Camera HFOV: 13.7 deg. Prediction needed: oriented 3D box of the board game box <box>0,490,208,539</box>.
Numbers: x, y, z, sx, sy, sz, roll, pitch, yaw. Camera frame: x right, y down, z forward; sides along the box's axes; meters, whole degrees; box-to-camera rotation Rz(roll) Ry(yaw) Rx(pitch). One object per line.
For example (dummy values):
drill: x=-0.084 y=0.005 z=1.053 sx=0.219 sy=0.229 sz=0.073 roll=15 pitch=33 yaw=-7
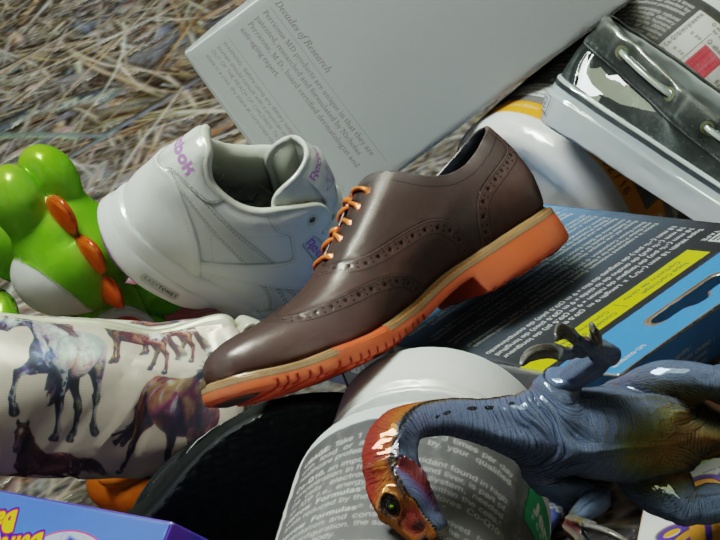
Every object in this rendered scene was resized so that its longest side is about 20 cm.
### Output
board game box: x=-0.154 y=0.170 z=1.335 sx=0.200 sy=0.045 sz=0.134 roll=5 pitch=70 yaw=48

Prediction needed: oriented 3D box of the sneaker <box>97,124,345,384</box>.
sneaker: x=-0.025 y=-0.007 z=1.461 sx=0.100 sy=0.200 sz=0.075 roll=-47 pitch=36 yaw=30

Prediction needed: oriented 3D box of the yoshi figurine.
yoshi figurine: x=-0.137 y=0.020 z=1.517 sx=0.112 sy=0.200 sz=0.112 roll=-11 pitch=28 yaw=29

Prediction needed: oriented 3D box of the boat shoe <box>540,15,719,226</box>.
boat shoe: x=0.181 y=-0.055 z=1.417 sx=0.200 sy=0.071 sz=0.072 roll=30 pitch=15 yaw=11

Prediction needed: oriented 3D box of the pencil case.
pencil case: x=-0.147 y=0.054 z=1.410 sx=0.200 sy=0.089 sz=0.078 roll=3 pitch=20 yaw=-6

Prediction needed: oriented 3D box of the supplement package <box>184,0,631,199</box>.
supplement package: x=0.027 y=-0.131 z=1.546 sx=0.200 sy=0.117 sz=0.117 roll=-36 pitch=5 yaw=10

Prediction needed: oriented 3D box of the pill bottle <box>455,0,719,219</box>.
pill bottle: x=0.151 y=-0.078 z=1.557 sx=0.200 sy=0.116 sz=0.116 roll=-40 pitch=28 yaw=-30

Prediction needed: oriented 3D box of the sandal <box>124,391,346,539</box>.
sandal: x=-0.070 y=0.105 z=1.377 sx=0.200 sy=0.075 sz=0.048 roll=-34 pitch=35 yaw=20

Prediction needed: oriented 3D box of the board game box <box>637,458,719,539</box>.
board game box: x=0.170 y=0.097 z=1.291 sx=0.096 sy=0.030 sz=0.200 roll=-15 pitch=28 yaw=20

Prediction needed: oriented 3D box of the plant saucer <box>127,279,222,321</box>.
plant saucer: x=-0.078 y=-0.003 z=1.653 sx=0.200 sy=0.051 sz=0.201 roll=-13 pitch=11 yaw=3

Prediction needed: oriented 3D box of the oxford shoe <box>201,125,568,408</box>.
oxford shoe: x=0.000 y=0.000 z=1.334 sx=0.200 sy=0.073 sz=0.071 roll=-29 pitch=3 yaw=-34

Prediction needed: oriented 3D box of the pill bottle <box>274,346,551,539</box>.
pill bottle: x=0.018 y=0.127 z=1.241 sx=0.113 sy=0.113 sz=0.200 roll=-14 pitch=31 yaw=22

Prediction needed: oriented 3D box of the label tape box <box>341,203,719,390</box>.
label tape box: x=0.105 y=0.031 z=1.379 sx=0.144 sy=0.063 sz=0.200 roll=-32 pitch=24 yaw=-32

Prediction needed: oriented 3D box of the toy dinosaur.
toy dinosaur: x=0.094 y=0.080 z=1.208 sx=0.181 sy=0.105 sz=0.200 roll=4 pitch=-5 yaw=6

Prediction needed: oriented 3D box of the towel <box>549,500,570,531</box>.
towel: x=0.044 y=0.105 z=1.402 sx=0.145 sy=0.024 sz=0.200 roll=-2 pitch=34 yaw=38
